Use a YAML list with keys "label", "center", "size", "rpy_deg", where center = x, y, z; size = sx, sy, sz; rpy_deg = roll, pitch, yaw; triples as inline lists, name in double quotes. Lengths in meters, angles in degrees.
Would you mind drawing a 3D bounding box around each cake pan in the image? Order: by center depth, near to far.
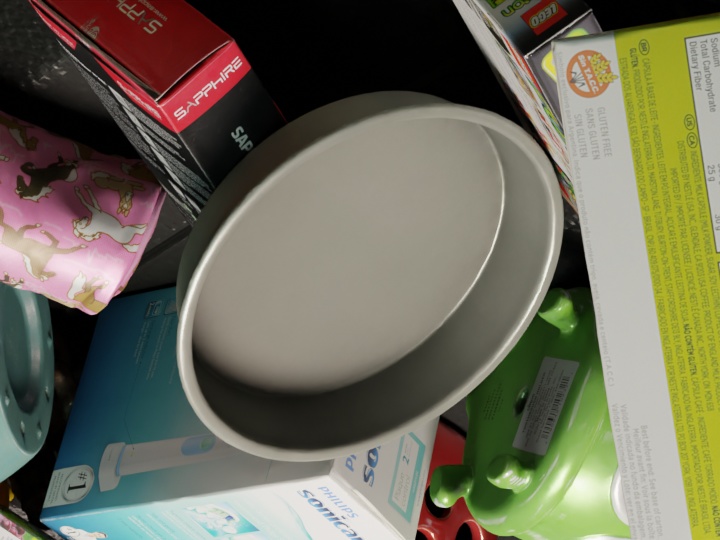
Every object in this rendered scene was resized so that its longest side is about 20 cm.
- label: "cake pan"
  center: [0.000, 0.000, 1.155]
  size: [0.200, 0.037, 0.201]
  rpy_deg: [-18, 133, -20]

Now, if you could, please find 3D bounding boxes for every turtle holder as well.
- label: "turtle holder"
  center: [0.117, 0.093, 1.316]
  size: [0.131, 0.141, 0.186]
  rpy_deg: [22, 145, -15]

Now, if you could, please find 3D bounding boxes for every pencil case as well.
- label: "pencil case"
  center: [-0.201, -0.051, 1.259]
  size: [0.199, 0.087, 0.083]
  rpy_deg: [23, 103, -13]

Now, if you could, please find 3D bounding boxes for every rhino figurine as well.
- label: "rhino figurine"
  center: [-0.197, 0.096, 1.498]
  size: [0.060, 0.088, 0.200]
  rpy_deg: [-22, 154, -18]

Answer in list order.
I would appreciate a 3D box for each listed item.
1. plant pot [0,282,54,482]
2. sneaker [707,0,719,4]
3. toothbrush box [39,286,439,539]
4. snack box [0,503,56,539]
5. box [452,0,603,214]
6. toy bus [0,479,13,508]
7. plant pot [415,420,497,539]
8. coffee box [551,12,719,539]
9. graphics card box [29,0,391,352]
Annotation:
- label: "plant pot"
  center: [-0.256, 0.044, 1.342]
  size: [0.160, 0.201, 0.201]
  rpy_deg: [-5, 144, 7]
- label: "sneaker"
  center: [0.171, -0.158, 0.939]
  size: [0.199, 0.112, 0.078]
  rpy_deg: [-14, 139, 36]
- label: "toothbrush box"
  center: [-0.060, 0.081, 1.359]
  size: [0.199, 0.147, 0.085]
  rpy_deg: [-13, 139, 34]
- label: "snack box"
  center: [-0.198, 0.173, 1.443]
  size: [0.142, 0.053, 0.200]
  rpy_deg: [38, 171, -24]
- label: "box"
  center: [0.096, -0.070, 1.108]
  size: [0.035, 0.110, 0.200]
  rpy_deg: [-35, 137, 0]
- label: "toy bus"
  center: [-0.289, 0.171, 1.615]
  size: [0.199, 0.136, 0.192]
  rpy_deg: [24, 130, -20]
- label: "plant pot"
  center: [-0.027, 0.193, 1.486]
  size: [0.200, 0.183, 0.201]
  rpy_deg: [10, 150, 6]
- label: "coffee box"
  center: [0.210, -0.011, 0.987]
  size: [0.197, 0.201, 0.200]
  rpy_deg: [-8, -177, 23]
- label: "graphics card box"
  center: [-0.069, -0.059, 1.180]
  size: [0.125, 0.051, 0.200]
  rpy_deg: [39, 167, 42]
